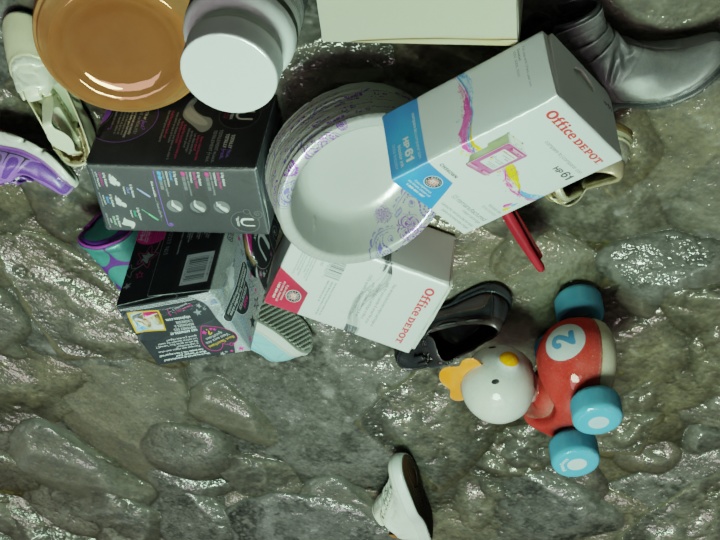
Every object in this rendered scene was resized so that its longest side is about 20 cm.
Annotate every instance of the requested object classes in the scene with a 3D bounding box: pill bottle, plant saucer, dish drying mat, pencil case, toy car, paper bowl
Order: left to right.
[{"bbox_3d":[-0.255,-0.248,1.587,0.197,0.038,0.202,-1,133,-1],"label":"plant saucer"},{"bbox_3d":[-0.271,0.005,1.857,0.092,0.085,0.201,27,157,45],"label":"pencil case"},{"bbox_3d":[-0.111,-0.257,1.448,0.112,0.202,0.115,6,138,6],"label":"pill bottle"},{"bbox_3d":[-0.009,-0.115,1.622,0.198,0.105,0.202,-13,134,-13],"label":"paper bowl"},{"bbox_3d":[0.157,-0.085,1.677,0.018,0.077,0.201,-33,127,3],"label":"dish drying mat"},{"bbox_3d":[0.196,0.128,1.789,0.197,0.186,0.178,5,140,-10],"label":"toy car"}]

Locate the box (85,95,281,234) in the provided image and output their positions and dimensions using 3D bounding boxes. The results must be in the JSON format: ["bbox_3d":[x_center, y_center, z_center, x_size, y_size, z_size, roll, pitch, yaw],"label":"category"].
[{"bbox_3d":[-0.193,-0.121,1.673,0.197,0.123,0.107,2,138,11],"label":"box"}]

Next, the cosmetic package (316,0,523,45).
[{"bbox_3d":[0.061,-0.282,1.458,0.197,0.104,0.074,3,139,11],"label":"cosmetic package"}]

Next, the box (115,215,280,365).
[{"bbox_3d":[-0.185,-0.006,1.738,0.130,0.202,0.115,-9,137,22],"label":"box"}]

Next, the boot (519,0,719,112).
[{"bbox_3d":[0.264,-0.225,1.499,0.198,0.070,0.132,-18,132,27],"label":"boot"}]

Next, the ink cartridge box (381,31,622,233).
[{"bbox_3d":[0.144,-0.135,1.491,0.198,0.086,0.144,-26,144,27],"label":"ink cartridge box"}]

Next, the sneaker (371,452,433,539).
[{"bbox_3d":[0.050,0.339,2.158,0.083,0.073,0.201,-4,137,12],"label":"sneaker"}]

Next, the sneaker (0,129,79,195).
[{"bbox_3d":[-0.428,-0.124,1.737,0.197,0.085,0.081,19,180,1],"label":"sneaker"}]

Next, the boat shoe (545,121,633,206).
[{"bbox_3d":[0.217,-0.106,1.608,0.071,0.066,0.199,20,160,-29],"label":"boat shoe"}]

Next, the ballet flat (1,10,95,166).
[{"bbox_3d":[-0.352,-0.198,1.667,0.068,0.070,0.201,-6,135,18],"label":"ballet flat"}]

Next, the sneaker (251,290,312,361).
[{"bbox_3d":[-0.151,0.060,1.899,0.081,0.075,0.200,-25,126,29],"label":"sneaker"}]

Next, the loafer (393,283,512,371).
[{"bbox_3d":[0.110,0.084,1.875,0.072,0.064,0.199,35,133,-24],"label":"loafer"}]

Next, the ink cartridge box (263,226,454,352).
[{"bbox_3d":[0.000,0.000,1.792,0.197,0.084,0.146,19,137,-10],"label":"ink cartridge box"}]
